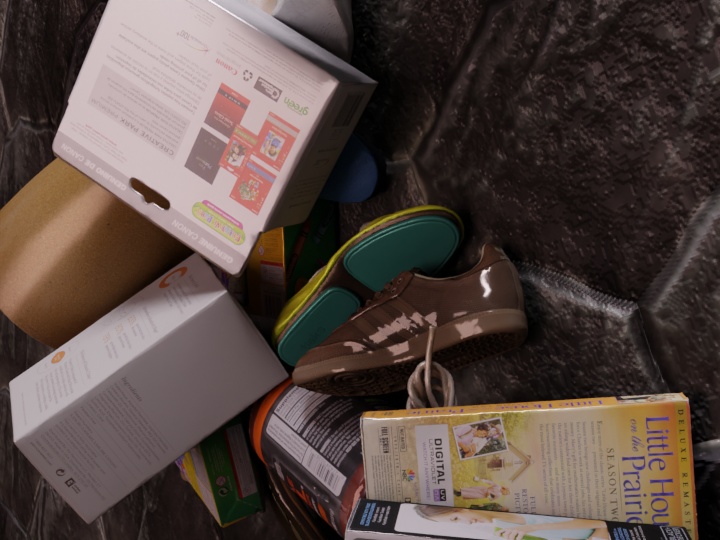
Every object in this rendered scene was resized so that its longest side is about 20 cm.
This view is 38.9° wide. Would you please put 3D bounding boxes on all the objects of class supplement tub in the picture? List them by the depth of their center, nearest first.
[{"bbox_3d":[-0.022,0.141,0.844,0.200,0.107,0.107,31,121,47],"label":"supplement tub"}]

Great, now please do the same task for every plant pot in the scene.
[{"bbox_3d":[-0.222,-0.052,0.935,0.200,0.186,0.187,-47,59,30],"label":"plant pot"}]

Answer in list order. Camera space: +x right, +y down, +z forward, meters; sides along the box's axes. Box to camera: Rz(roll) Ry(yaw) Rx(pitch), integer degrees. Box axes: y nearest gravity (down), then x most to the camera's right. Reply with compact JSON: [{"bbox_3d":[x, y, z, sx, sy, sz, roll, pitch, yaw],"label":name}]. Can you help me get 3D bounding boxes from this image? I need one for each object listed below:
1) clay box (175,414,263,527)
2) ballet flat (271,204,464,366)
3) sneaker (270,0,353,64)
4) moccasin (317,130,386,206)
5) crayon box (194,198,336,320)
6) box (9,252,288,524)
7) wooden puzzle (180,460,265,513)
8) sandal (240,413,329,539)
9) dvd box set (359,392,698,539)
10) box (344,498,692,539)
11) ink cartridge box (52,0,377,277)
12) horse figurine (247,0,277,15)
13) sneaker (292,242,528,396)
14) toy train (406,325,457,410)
[{"bbox_3d":[-0.159,0.147,0.980,0.200,0.047,0.115,31,136,60],"label":"clay box"},{"bbox_3d":[0.000,0.000,0.810,0.200,0.067,0.067,-41,25,28],"label":"ballet flat"},{"bbox_3d":[-0.032,-0.239,0.822,0.075,0.089,0.200,12,136,11],"label":"sneaker"},{"bbox_3d":[-0.058,-0.121,0.866,0.200,0.068,0.081,31,108,19],"label":"moccasin"},{"bbox_3d":[-0.102,-0.024,0.956,0.200,0.058,0.119,8,103,52],"label":"crayon box"},{"bbox_3d":[-0.179,0.091,0.851,0.098,0.200,0.124,57,172,-24],"label":"box"},{"bbox_3d":[-0.150,0.146,1.078,0.200,0.037,0.186,5,101,57],"label":"wooden puzzle"},{"bbox_3d":[-0.064,0.188,0.948,0.200,0.054,0.082,59,161,14],"label":"sandal"},{"bbox_3d":[0.104,0.154,0.630,0.029,0.199,0.147,-34,-62,-81],"label":"dvd box set"},{"bbox_3d":[0.089,0.204,0.590,0.199,0.060,0.117,5,96,7],"label":"box"},{"bbox_3d":[-0.119,-0.122,0.803,0.200,0.084,0.176,34,109,12],"label":"ink cartridge box"},{"bbox_3d":[-0.099,-0.238,0.910,0.132,0.050,0.201,26,109,29],"label":"horse figurine"},{"bbox_3d":[0.035,0.041,0.765,0.200,0.070,0.076,-18,61,30],"label":"sneaker"},{"bbox_3d":[0.074,0.133,0.716,0.084,0.116,0.201,4,95,27],"label":"toy train"}]
